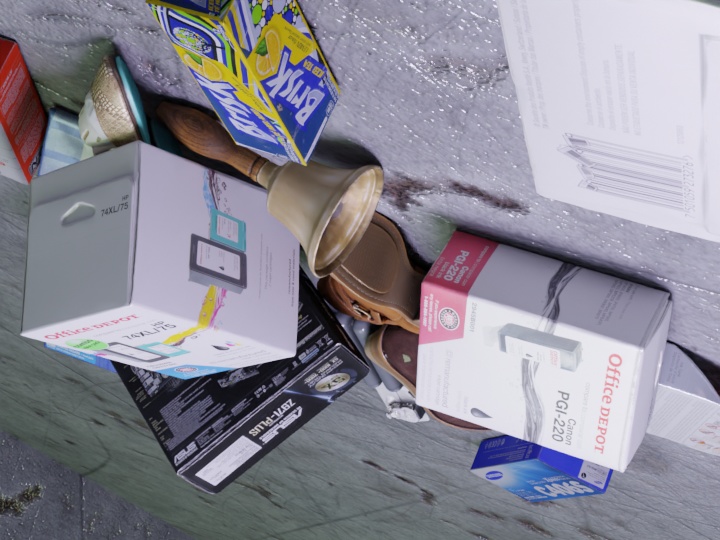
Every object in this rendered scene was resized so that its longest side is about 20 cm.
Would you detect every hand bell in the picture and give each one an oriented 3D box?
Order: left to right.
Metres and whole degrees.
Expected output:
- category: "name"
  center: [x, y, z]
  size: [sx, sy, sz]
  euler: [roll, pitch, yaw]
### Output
- category: "hand bell"
  center: [-0.090, -0.089, 1.395]
  size: [0.199, 0.104, 0.104]
  euler: [32, 165, 16]

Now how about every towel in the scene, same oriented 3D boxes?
- category: "towel"
  center: [-0.218, -0.066, 1.600]
  size: [0.199, 0.024, 0.147]
  euler: [25, 138, -1]

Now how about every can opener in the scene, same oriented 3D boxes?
- category: "can opener"
  center: [0.028, 0.101, 1.814]
  size: [0.052, 0.067, 0.200]
  euler: [7, 148, 32]

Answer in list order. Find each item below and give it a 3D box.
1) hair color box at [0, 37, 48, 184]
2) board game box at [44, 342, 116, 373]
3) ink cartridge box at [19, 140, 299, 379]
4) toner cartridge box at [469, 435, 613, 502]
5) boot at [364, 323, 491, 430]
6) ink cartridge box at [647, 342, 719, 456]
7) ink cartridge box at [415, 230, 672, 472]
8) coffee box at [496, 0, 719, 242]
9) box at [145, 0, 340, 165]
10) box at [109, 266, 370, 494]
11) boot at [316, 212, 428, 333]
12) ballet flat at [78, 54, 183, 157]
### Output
- category: "hair color box"
  center: [-0.354, -0.157, 1.530]
  size: [0.101, 0.062, 0.200]
  euler: [21, 161, 6]
- category: "board game box"
  center: [-0.231, 0.019, 1.726]
  size: [0.199, 0.041, 0.201]
  euler: [17, 121, 16]
- category: "ink cartridge box"
  center: [-0.172, -0.003, 1.453]
  size: [0.146, 0.147, 0.199]
  euler: [-14, 157, 39]
- category: "toner cartridge box"
  center: [0.213, 0.233, 1.977]
  size: [0.095, 0.043, 0.200]
  euler: [28, 162, -12]
- category: "boot"
  center: [0.113, 0.107, 1.693]
  size: [0.199, 0.073, 0.166]
  euler: [29, 160, -24]
- category: "ink cartridge box"
  center: [0.294, 0.115, 1.549]
  size: [0.199, 0.048, 0.160]
  euler: [17, 162, 2]
- category: "ink cartridge box"
  center: [0.153, 0.069, 1.422]
  size: [0.199, 0.085, 0.146]
  euler: [16, 130, 18]
- category: "coffee box"
  center: [0.186, -0.134, 0.692]
  size: [0.199, 0.199, 0.200]
  euler: [15, 160, 17]
- category: "box"
  center: [-0.078, -0.155, 1.175]
  size: [0.064, 0.070, 0.200]
  euler: [18, 162, 23]
- category: "box"
  center: [-0.120, 0.086, 1.601]
  size: [0.164, 0.200, 0.086]
  euler: [53, -176, 29]
- category: "boot"
  center: [0.000, 0.000, 1.549]
  size: [0.199, 0.077, 0.155]
  euler: [24, 168, -28]
- category: "ballet flat"
  center: [-0.205, -0.116, 1.432]
  size: [0.065, 0.071, 0.200]
  euler: [-16, 153, 4]
